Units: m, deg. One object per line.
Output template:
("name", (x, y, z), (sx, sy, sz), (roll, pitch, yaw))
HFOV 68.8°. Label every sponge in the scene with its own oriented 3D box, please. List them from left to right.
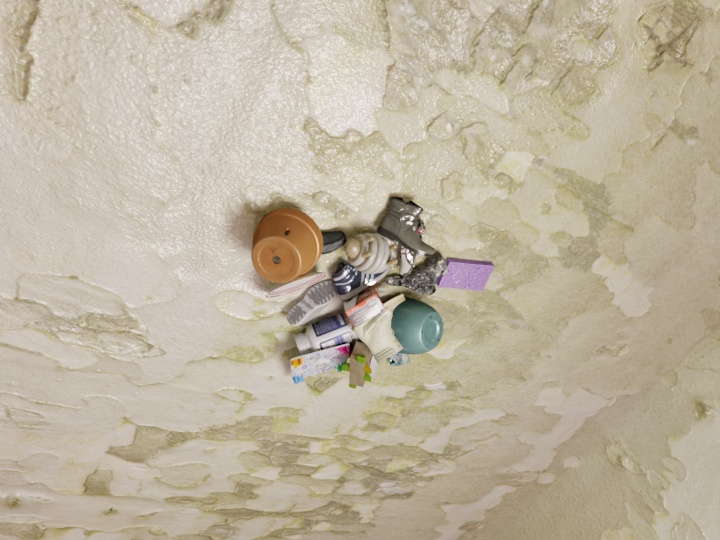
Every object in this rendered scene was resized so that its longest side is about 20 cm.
("sponge", (0.372, 0.016, 1.863), (0.199, 0.030, 0.112), (5, 123, -25))

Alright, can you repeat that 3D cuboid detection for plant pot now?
("plant pot", (-0.214, -0.055, 1.446), (0.199, 0.140, 0.201), (4, 116, 7))
("plant pot", (0.180, 0.192, 1.772), (0.200, 0.161, 0.201), (-7, 101, -44))

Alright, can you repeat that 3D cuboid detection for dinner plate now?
("dinner plate", (-0.196, 0.039, 1.583), (0.200, 0.024, 0.200), (-22, 173, -3))

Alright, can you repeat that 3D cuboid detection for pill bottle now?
("pill bottle", (-0.115, 0.219, 1.761), (0.199, 0.111, 0.111), (-21, 130, -6))

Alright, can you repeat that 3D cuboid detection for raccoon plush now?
("raccoon plush", (0.196, 0.002, 1.745), (0.199, 0.097, 0.134), (2, 116, -23))

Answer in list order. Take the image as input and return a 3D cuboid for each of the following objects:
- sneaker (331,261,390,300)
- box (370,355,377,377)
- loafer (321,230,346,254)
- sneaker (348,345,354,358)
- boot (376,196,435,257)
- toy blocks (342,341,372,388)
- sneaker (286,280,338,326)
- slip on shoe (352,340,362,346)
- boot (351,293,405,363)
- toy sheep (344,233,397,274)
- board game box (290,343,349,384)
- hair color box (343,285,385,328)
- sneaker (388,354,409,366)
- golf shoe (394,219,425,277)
("sneaker", (0.000, 0.000, 1.671), (0.200, 0.070, 0.109), (-33, 109, -18))
("box", (0.047, 0.295, 1.853), (0.041, 0.039, 0.201), (-6, 126, -31))
("loafer", (-0.139, -0.083, 1.551), (0.200, 0.068, 0.071), (-14, 137, -8))
("sneaker", (-0.018, 0.294, 1.884), (0.199, 0.073, 0.077), (-5, 131, -17))
("boot", (0.158, -0.132, 1.585), (0.199, 0.068, 0.131), (27, 106, -3))
("toy blocks", (0.007, 0.290, 1.763), (0.100, 0.137, 0.200), (14, 139, 10))
("sneaker", (-0.149, 0.105, 1.704), (0.200, 0.075, 0.082), (-36, 164, 1))
("slip on shoe", (0.039, 0.189, 1.834), (0.200, 0.061, 0.076), (-35, 130, 5))
("boot", (0.092, 0.182, 1.674), (0.200, 0.072, 0.155), (-37, 88, -7))
("toy sheep", (0.036, -0.050, 1.596), (0.200, 0.138, 0.138), (22, 114, -32))
("board game box", (-0.134, 0.318, 1.773), (0.199, 0.026, 0.200), (-13, 151, -12))
("hair color box", (0.007, 0.102, 1.664), (0.111, 0.200, 0.064), (-31, 103, 1))
("sneaker", (0.127, 0.289, 1.938), (0.086, 0.078, 0.200), (-19, 130, -4))
("golf shoe", (0.142, -0.075, 1.679), (0.088, 0.077, 0.201), (10, 113, -7))
